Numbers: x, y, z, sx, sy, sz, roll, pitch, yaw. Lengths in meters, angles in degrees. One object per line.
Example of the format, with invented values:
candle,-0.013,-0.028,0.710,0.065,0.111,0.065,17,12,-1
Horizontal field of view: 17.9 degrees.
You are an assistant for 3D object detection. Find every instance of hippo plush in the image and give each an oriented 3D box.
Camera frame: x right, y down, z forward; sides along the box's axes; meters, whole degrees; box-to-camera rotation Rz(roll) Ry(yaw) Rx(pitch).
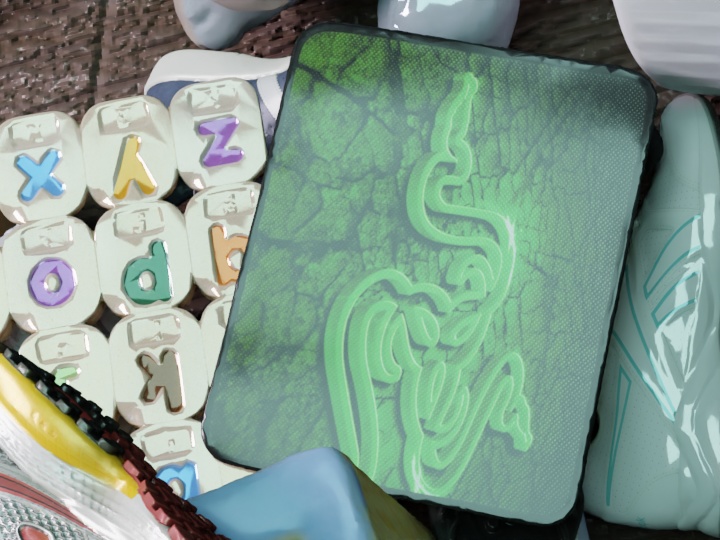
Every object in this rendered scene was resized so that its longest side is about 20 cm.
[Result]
hippo plush,0.017,-0.174,1.086,0.161,0.159,0.200,24,94,-8

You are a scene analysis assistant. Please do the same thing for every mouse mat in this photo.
mouse mat,0.029,-0.003,0.955,0.161,0.008,0.200,10,77,11

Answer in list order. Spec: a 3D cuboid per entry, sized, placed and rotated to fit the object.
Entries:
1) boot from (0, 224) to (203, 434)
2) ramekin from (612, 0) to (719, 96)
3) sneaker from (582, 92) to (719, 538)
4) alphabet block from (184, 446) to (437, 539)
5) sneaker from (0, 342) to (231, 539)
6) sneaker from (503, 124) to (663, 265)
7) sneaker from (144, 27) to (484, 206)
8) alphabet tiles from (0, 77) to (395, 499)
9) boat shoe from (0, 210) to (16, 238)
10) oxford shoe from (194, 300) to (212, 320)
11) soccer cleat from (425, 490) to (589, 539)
boot,-0.123,0.079,1.020,0.096,0.074,0.200,-36,83,-22
ramekin,0.175,-0.167,0.989,0.098,0.200,0.201,2,72,24
sneaker,0.128,0.016,1.004,0.080,0.070,0.201,-1,72,19
alphabet block,-0.040,0.210,0.913,0.196,0.200,0.196,-22,67,8
sneaker,-0.090,0.113,0.818,0.082,0.078,0.200,-50,56,0
sneaker,0.053,-0.007,0.993,0.200,0.071,0.083,-45,24,-6
sneaker,-0.026,-0.055,1.047,0.200,0.075,0.085,-3,59,41
alphabet tiles,-0.088,0.018,0.975,0.200,0.015,0.196,-11,73,1
boat shoe,-0.165,0.040,1.087,0.070,0.070,0.200,-24,67,48
oxford shoe,0.000,0.000,1.044,0.200,0.073,0.071,-39,65,0
soccer cleat,0.077,0.143,0.972,0.068,0.073,0.200,-20,63,-13
